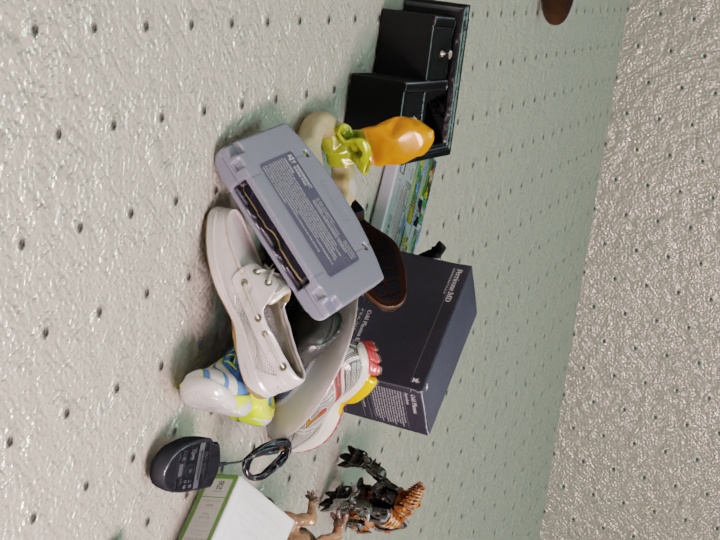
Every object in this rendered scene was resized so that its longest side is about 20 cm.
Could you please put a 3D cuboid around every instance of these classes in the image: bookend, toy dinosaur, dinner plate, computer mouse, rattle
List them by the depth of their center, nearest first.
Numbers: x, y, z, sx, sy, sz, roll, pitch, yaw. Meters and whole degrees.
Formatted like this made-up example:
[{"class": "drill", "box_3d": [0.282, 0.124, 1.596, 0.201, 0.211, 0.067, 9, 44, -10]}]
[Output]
[{"class": "computer mouse", "box_3d": [-0.148, 0.198, 1.406, 0.199, 0.034, 0.059, 4, 103, -51]}, {"class": "rattle", "box_3d": [-0.016, -0.114, 1.501, 0.200, 0.141, 0.132, -17, 117, -69]}, {"class": "dinner plate", "box_3d": [-0.065, 0.094, 1.511, 0.201, 0.024, 0.201, -51, -158, 30]}, {"class": "toy dinosaur", "box_3d": [-0.083, 0.340, 1.580, 0.136, 0.199, 0.086, -55, -179, -44]}, {"class": "bookend", "box_3d": [0.058, -0.248, 1.701, 0.198, 0.091, 0.203, -20, 119, -67]}, {"class": "toy dinosaur", "box_3d": [0.026, 0.319, 1.873, 0.200, 0.135, 0.103, -42, -160, 32]}]

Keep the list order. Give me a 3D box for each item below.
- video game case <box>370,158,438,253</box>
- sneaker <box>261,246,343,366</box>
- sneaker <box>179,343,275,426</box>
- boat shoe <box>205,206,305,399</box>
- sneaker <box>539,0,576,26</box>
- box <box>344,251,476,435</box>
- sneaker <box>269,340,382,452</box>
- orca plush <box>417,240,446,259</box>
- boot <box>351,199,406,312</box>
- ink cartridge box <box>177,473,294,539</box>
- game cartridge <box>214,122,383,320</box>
[{"class": "video game case", "box_3d": [0.059, -0.090, 1.905, 0.182, 0.022, 0.203, 33, 70, -69]}, {"class": "sneaker", "box_3d": [-0.075, 0.031, 1.446, 0.091, 0.076, 0.201, 42, 14, -25]}, {"class": "sneaker", "box_3d": [-0.134, 0.102, 1.410, 0.200, 0.075, 0.107, 53, 48, -74]}, {"class": "boat shoe", "box_3d": [-0.101, 0.026, 1.358, 0.071, 0.069, 0.203, -19, 92, -65]}, {"class": "sneaker", "box_3d": [0.378, -0.553, 2.441, 0.085, 0.072, 0.203, -33, 130, -60]}, {"class": "box", "box_3d": [0.033, 0.082, 1.693, 0.105, 0.180, 0.202, 76, 33, -51]}, {"class": "sneaker", "box_3d": [-0.058, 0.144, 1.573, 0.200, 0.081, 0.079, -52, -138, 36]}, {"class": "orca plush", "box_3d": [0.045, 0.034, 1.849, 0.071, 0.105, 0.201, 36, 97, -31]}, {"class": "boot", "box_3d": [0.000, 0.000, 1.589, 0.074, 0.201, 0.098, -14, 137, -19]}, {"class": "ink cartridge box", "box_3d": [-0.156, 0.334, 1.443, 0.104, 0.059, 0.202, 46, 53, -35]}, {"class": "game cartridge", "box_3d": [-0.059, -0.055, 1.387, 0.201, 0.041, 0.133, 58, 38, 1]}]
